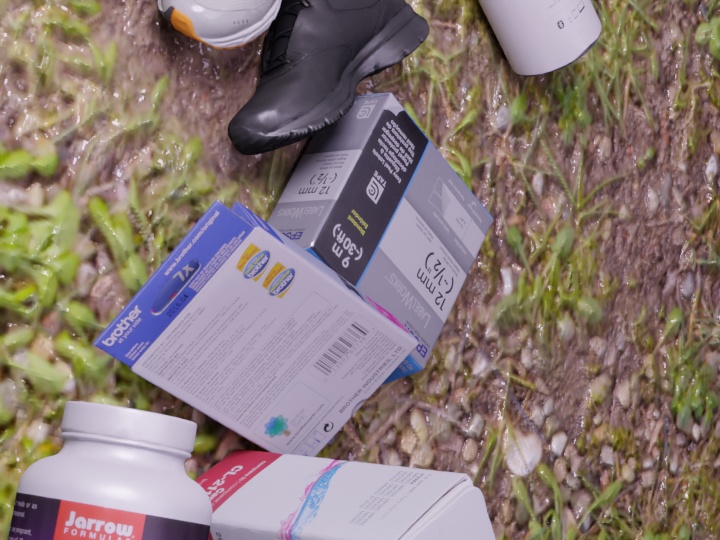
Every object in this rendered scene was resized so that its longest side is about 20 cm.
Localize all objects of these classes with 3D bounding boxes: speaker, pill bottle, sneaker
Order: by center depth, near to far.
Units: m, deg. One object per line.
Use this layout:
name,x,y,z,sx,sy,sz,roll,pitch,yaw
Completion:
pill bottle,-0.147,0.179,0.849,0.112,0.112,0.201,19,76,-45
sneaker,-0.056,-0.222,0.951,0.076,0.092,0.200,34,53,6
sneaker,-0.035,-0.148,1.015,0.091,0.076,0.200,58,44,-17
speaker,0.112,-0.253,1.157,0.081,0.081,0.201,-53,126,-33

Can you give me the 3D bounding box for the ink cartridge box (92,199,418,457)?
ink cartridge box,-0.066,0.039,0.951,0.119,0.042,0.200,-48,133,7

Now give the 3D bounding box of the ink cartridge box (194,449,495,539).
ink cartridge box,-0.011,0.198,0.931,0.083,0.199,0.147,-34,113,-42

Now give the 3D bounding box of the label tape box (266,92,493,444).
label tape box,0.000,0.000,1.045,0.143,0.066,0.201,48,55,-36
